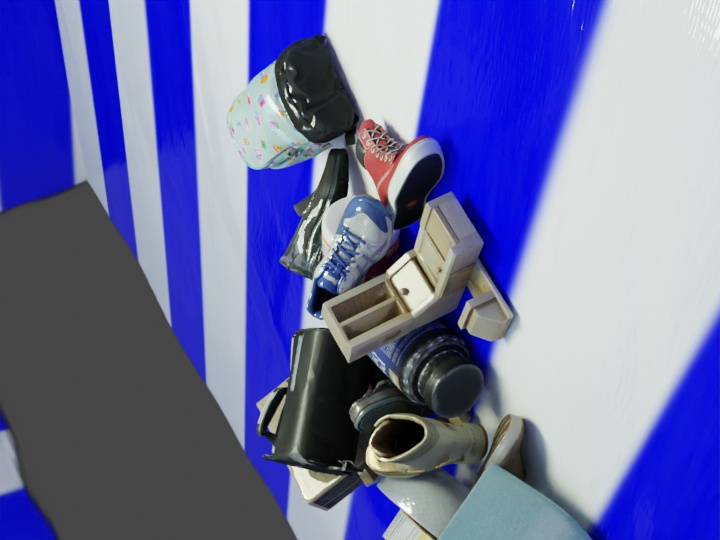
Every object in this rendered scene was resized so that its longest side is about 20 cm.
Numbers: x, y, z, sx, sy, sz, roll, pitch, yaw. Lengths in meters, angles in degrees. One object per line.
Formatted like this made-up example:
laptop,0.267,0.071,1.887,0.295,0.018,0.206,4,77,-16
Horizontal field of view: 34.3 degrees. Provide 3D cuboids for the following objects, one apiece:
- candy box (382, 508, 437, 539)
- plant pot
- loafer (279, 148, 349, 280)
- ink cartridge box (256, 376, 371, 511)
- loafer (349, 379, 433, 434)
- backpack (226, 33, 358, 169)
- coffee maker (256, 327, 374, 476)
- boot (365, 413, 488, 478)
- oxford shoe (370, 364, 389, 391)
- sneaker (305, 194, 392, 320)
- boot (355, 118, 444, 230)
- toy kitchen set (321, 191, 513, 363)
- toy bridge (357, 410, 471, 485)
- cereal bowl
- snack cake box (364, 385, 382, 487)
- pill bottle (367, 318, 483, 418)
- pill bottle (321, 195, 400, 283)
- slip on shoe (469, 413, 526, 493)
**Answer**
candy box,0.117,0.426,1.694,0.115,0.056,0.200,38,174,-17
plant pot,0.209,0.405,1.470,0.198,0.196,0.198,21,144,30
loafer,-0.068,-0.089,1.739,0.073,0.071,0.203,16,-90,-75
ink cartridge box,-0.050,0.247,1.838,0.201,0.164,0.075,59,-169,32
loafer,0.046,0.184,1.671,0.063,0.199,0.072,49,121,28
backpack,-0.107,-0.231,1.709,0.200,0.125,0.169,-29,78,57
coffee maker,-0.042,0.194,1.715,0.190,0.134,0.203,1,74,37
boot,0.054,0.240,1.592,0.198,0.155,0.074,-13,72,38
oxford shoe,0.044,0.166,1.859,0.202,0.072,0.084,62,-177,10
sneaker,-0.017,-0.010,1.561,0.075,0.088,0.201,29,133,9
boot,0.041,-0.155,1.524,0.145,0.072,0.200,64,163,16
toy kitchen set,0.072,0.045,1.481,0.164,0.179,0.201,59,162,20
toy bridge,0.085,0.248,1.711,0.199,0.067,0.027,-35,95,26
cereal bowl,0.124,0.348,1.735,0.199,0.084,0.200,37,175,4
snack cake box,0.011,0.241,1.923,0.201,0.114,0.068,54,156,33
pill bottle,0.082,0.115,1.623,0.200,0.111,0.113,44,149,49
pill bottle,0.000,0.000,1.712,0.114,0.113,0.201,52,154,37
slip on shoe,0.196,0.265,1.567,0.060,0.076,0.201,21,137,6
